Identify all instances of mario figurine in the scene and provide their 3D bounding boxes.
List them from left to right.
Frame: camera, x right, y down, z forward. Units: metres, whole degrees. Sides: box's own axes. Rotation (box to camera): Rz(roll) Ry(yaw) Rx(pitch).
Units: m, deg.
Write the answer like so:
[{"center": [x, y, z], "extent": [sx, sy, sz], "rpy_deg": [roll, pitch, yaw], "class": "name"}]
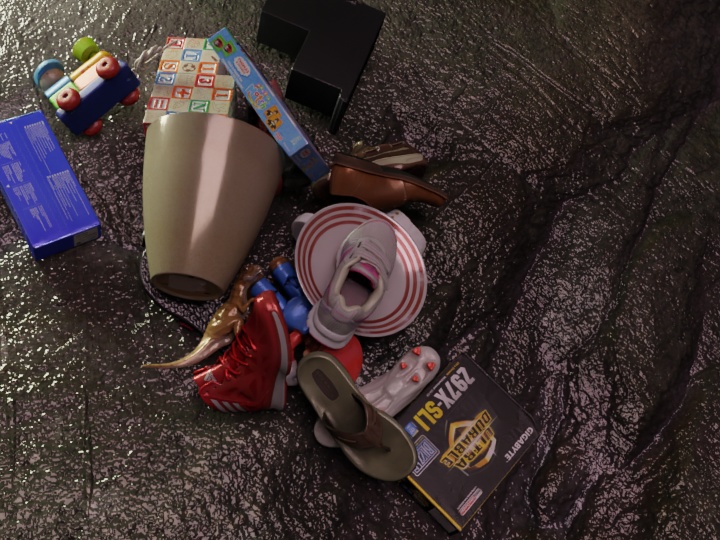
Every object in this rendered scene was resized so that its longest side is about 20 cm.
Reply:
[{"center": [-0.074, 0.083, 1.205], "extent": [0.200, 0.123, 0.106], "rpy_deg": [50, 20, 19], "class": "mario figurine"}]

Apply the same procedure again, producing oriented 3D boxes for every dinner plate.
[{"center": [0.000, 0.000, 1.204], "extent": [0.200, 0.024, 0.200], "rpy_deg": [12, 60, -22], "class": "dinner plate"}]

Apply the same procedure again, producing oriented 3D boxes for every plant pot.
[{"center": [-0.206, -0.070, 1.130], "extent": [0.187, 0.187, 0.200], "rpy_deg": [13, 67, -10], "class": "plant pot"}]

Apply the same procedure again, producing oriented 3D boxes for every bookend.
[{"center": [-0.088, -0.352, 1.392], "extent": [0.199, 0.092, 0.200], "rpy_deg": [22, 62, -3], "class": "bookend"}]

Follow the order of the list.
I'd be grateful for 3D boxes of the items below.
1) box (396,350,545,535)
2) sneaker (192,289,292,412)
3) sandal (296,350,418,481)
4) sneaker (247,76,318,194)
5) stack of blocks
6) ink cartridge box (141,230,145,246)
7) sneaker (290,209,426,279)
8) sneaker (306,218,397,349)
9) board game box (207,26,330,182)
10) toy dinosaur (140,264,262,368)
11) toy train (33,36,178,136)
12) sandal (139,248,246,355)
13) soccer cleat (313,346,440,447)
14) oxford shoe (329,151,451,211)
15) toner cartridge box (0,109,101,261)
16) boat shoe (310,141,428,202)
[{"center": [0.133, 0.232, 1.195], "extent": [0.160, 0.049, 0.200], "rpy_deg": [44, 61, 9], "class": "box"}, {"center": [-0.150, 0.115, 1.088], "extent": [0.115, 0.200, 0.078], "rpy_deg": [-11, 40, -16], "class": "sneaker"}, {"center": [-0.012, 0.190, 1.105], "extent": [0.080, 0.057, 0.201], "rpy_deg": [-44, 87, 4], "class": "sandal"}, {"center": [-0.117, -0.205, 1.323], "extent": [0.098, 0.071, 0.201], "rpy_deg": [-3, 68, -17], "class": "sneaker"}, {"center": [-0.241, -0.258, 1.284], "extent": [0.115, 0.059, 0.200], "rpy_deg": [3, 51, -2], "class": "stack of blocks"}, {"center": [-0.232, -0.107, 1.259], "extent": [0.099, 0.039, 0.200], "rpy_deg": [22, 62, -5], "class": "ink cartridge box"}, {"center": [0.002, -0.053, 1.288], "extent": [0.200, 0.074, 0.116], "rpy_deg": [30, 57, -11], "class": "sneaker"}, {"center": [0.006, 0.006, 1.136], "extent": [0.081, 0.088, 0.200], "rpy_deg": [30, 56, -11], "class": "sneaker"}, {"center": [-0.123, -0.225, 1.208], "extent": [0.037, 0.151, 0.200], "rpy_deg": [-35, 79, 3], "class": "board game box"}, {"center": [-0.183, 0.084, 1.153], "extent": [0.106, 0.060, 0.200], "rpy_deg": [34, 68, 3], "class": "toy dinosaur"}, {"center": [-0.371, -0.299, 1.266], "extent": [0.200, 0.085, 0.116], "rpy_deg": [-42, 67, -7], "class": "toy train"}, {"center": [-0.226, 0.049, 1.188], "extent": [0.200, 0.045, 0.075], "rpy_deg": [45, 66, -8], "class": "sandal"}, {"center": [0.027, 0.177, 1.183], "extent": [0.200, 0.078, 0.069], "rpy_deg": [-35, 71, -8], "class": "soccer cleat"}, {"center": [0.041, -0.116, 1.276], "extent": [0.200, 0.071, 0.071], "rpy_deg": [12, 100, -27], "class": "oxford shoe"}, {"center": [-0.443, -0.119, 1.201], "extent": [0.095, 0.043, 0.200], "rpy_deg": [-23, 73, -26], "class": "toner cartridge box"}, {"center": [0.003, -0.158, 1.338], "extent": [0.202, 0.075, 0.075], "rpy_deg": [-12, 60, -33], "class": "boat shoe"}]
